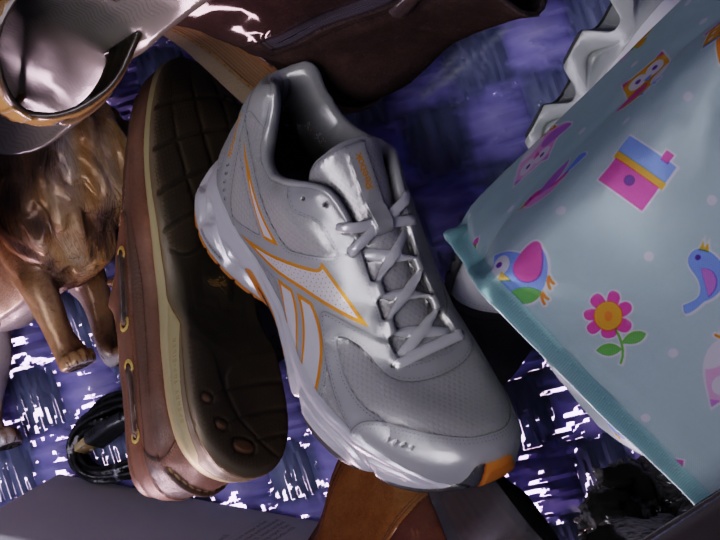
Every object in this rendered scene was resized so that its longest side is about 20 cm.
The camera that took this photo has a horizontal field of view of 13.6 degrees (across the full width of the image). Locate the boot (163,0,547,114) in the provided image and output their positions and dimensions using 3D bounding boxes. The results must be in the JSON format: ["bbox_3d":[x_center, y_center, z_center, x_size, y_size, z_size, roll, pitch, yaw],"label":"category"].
[{"bbox_3d":[-0.041,-0.140,1.223,0.200,0.073,0.166,34,144,-29],"label":"boot"}]

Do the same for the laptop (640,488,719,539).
[{"bbox_3d":[0.165,0.147,1.167,0.187,0.200,0.116,-36,77,32],"label":"laptop"}]

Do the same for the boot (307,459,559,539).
[{"bbox_3d":[-0.028,0.129,1.269,0.200,0.068,0.188,-42,52,8],"label":"boot"}]

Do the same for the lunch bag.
[{"bbox_3d":[0.159,0.007,1.137,0.170,0.122,0.200,-45,104,4],"label":"lunch bag"}]

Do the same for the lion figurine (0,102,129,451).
[{"bbox_3d":[-0.162,0.004,1.381,0.200,0.072,0.123,-32,76,37],"label":"lion figurine"}]

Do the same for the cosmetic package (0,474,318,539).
[{"bbox_3d":[-0.075,0.167,1.368,0.199,0.085,0.108,6,107,27],"label":"cosmetic package"}]

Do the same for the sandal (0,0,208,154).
[{"bbox_3d":[-0.118,-0.090,1.212,0.082,0.055,0.200,32,145,-25],"label":"sandal"}]

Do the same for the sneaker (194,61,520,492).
[{"bbox_3d":[0.000,0.000,1.206,0.200,0.075,0.092,51,143,29],"label":"sneaker"}]

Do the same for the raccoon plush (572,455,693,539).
[{"bbox_3d":[0.157,0.161,1.236,0.199,0.097,0.135,16,118,25],"label":"raccoon plush"}]

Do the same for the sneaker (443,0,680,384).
[{"bbox_3d":[0.100,-0.018,1.224,0.088,0.074,0.201,37,119,18],"label":"sneaker"}]

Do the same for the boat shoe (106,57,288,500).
[{"bbox_3d":[-0.081,0.004,1.295,0.067,0.072,0.201,-26,58,37],"label":"boat shoe"}]

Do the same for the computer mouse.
[{"bbox_3d":[-0.073,0.038,1.360,0.059,0.034,0.200,50,121,7],"label":"computer mouse"}]
